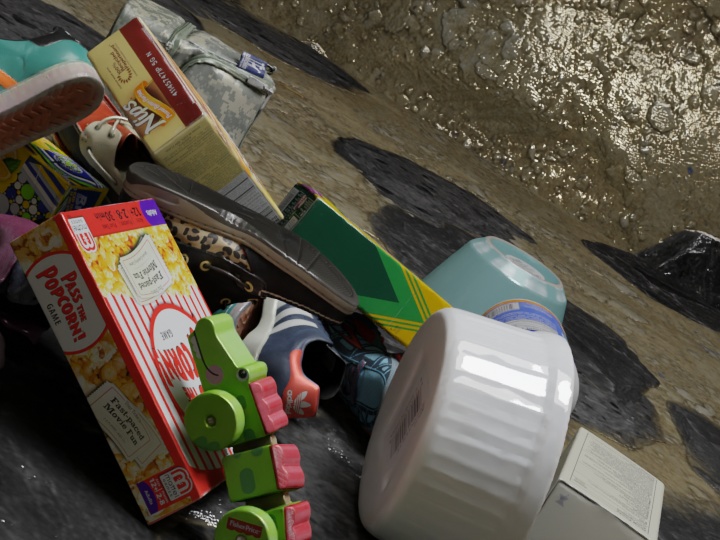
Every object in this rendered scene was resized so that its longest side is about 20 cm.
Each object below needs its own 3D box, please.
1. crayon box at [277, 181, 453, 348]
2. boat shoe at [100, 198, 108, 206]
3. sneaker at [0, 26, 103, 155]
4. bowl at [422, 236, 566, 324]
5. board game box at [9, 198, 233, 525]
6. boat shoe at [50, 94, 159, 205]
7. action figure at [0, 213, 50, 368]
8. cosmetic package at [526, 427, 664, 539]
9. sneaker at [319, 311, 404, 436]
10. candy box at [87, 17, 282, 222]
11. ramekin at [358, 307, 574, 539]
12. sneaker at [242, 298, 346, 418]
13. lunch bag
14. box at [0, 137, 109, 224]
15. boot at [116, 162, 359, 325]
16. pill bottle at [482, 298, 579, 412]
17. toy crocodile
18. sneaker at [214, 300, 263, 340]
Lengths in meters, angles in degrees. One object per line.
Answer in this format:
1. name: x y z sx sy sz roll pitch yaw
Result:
1. crayon box: 0.000 0.000 1.347 0.172 0.058 0.200 40 1 -10
2. boat shoe: -0.184 -0.071 1.381 0.198 0.068 0.057 23 53 -30
3. sneaker: -0.315 -0.140 1.209 0.198 0.072 0.080 -21 58 -17
4. bowl: 0.179 0.031 1.849 0.199 0.106 0.201 29 14 -8
5. board game box: -0.142 0.054 0.999 0.202 0.046 0.151 63 16 1
6. boat shoe: -0.210 -0.098 1.297 0.071 0.063 0.201 -24 79 -40
7. action figure: -0.294 -0.013 1.054 0.198 0.135 0.150 22 54 13
8. cosmetic package: 0.214 0.219 1.339 0.103 0.074 0.200 34 14 9
9. sneaker: -0.019 0.089 1.311 0.095 0.080 0.200 16 10 -24
10. candy box: -0.141 -0.108 1.221 0.116 0.055 0.200 55 1 26
11. ramekin: 0.073 0.126 1.108 0.097 0.202 0.201 22 15 -9
12. sneaker: -0.049 0.064 1.236 0.083 0.076 0.201 13 31 4
13. lunch bag: -0.194 -0.151 1.456 0.166 0.201 0.139 29 9 -9
14. box: -0.318 -0.100 1.281 0.199 0.070 0.064 37 12 19
15. boot: -0.116 0.026 1.117 0.198 0.152 0.073 28 13 -10
16. pill bottle: 0.171 0.109 1.544 0.111 0.113 0.200 30 14 -6
17. toy crocodile: -0.064 0.124 0.939 0.067 0.061 0.203 5 68 -72
18. sneaker: -0.112 0.024 1.332 0.079 0.072 0.200 18 15 9
